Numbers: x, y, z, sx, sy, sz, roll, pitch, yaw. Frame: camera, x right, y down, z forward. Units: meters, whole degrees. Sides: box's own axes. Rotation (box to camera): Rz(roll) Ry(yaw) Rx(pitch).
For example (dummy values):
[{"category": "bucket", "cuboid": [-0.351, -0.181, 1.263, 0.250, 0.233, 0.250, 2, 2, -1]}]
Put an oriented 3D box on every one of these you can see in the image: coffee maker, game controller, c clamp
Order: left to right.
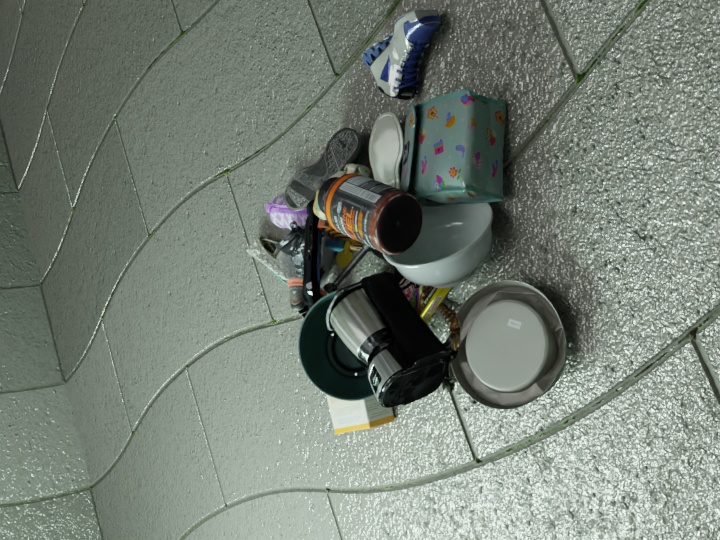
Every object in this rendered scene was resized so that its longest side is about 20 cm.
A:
[{"category": "game controller", "cuboid": [-0.087, -0.031, 1.595, 0.105, 0.041, 0.204, 105, 166, -66]}, {"category": "c clamp", "cuboid": [0.000, 0.000, 1.597, 0.201, 0.169, 0.027, -54, 30, 28]}, {"category": "coffee maker", "cuboid": [0.066, 0.107, 1.423, 0.201, 0.190, 0.135, 53, 170, 32]}]

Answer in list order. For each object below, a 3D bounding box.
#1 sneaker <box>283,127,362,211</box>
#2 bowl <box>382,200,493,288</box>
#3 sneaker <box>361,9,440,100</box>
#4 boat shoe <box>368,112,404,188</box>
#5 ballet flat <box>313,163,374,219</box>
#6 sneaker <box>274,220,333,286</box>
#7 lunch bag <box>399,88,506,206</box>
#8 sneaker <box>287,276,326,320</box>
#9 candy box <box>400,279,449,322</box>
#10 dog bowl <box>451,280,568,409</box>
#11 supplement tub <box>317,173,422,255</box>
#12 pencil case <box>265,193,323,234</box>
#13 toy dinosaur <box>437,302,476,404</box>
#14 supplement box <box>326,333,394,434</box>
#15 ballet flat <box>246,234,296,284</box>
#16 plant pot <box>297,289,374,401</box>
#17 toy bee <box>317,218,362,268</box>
[{"category": "sneaker", "cuboid": [-0.066, -0.201, 1.669, 0.200, 0.121, 0.084, -44, 86, 14]}, {"category": "bowl", "cuboid": [0.142, -0.034, 1.423, 0.199, 0.201, 0.091, 13, 137, 49]}, {"category": "sneaker", "cuboid": [0.085, -0.373, 1.504, 0.199, 0.080, 0.117, -28, 78, 57]}, {"category": "boat shoe", "cuboid": [0.064, -0.190, 1.566, 0.073, 0.060, 0.204, -5, 94, 32]}, {"category": "ballet flat", "cuboid": [-0.021, -0.163, 1.572, 0.068, 0.200, 0.064, 16, 128, 23]}, {"category": "sneaker", "cuboid": [-0.123, -0.022, 1.770, 0.113, 0.076, 0.201, 34, 141, 12]}, {"category": "lunch bag", "cuboid": [0.138, -0.197, 1.413, 0.198, 0.121, 0.174, 0, 84, 48]}, {"category": "sneaker", "cuboid": [-0.096, 0.077, 1.704, 0.076, 0.200, 0.083, -4, 70, 25]}, {"category": "candy box", "cuboid": [0.105, 0.046, 1.561, 0.201, 0.026, 0.103, -60, 39, 41]}, {"category": "dog bowl", "cuboid": [0.241, 0.121, 1.348, 0.197, 0.058, 0.204, -7, 76, 31]}, {"category": "supplement tub", "cuboid": [0.008, -0.102, 1.424, 0.199, 0.106, 0.109, 26, 116, 50]}, {"category": "pencil case", "cuboid": [-0.113, -0.120, 1.777, 0.198, 0.084, 0.086, 8, 100, 51]}, {"category": "toy dinosaur", "cuboid": [0.173, 0.148, 1.480, 0.136, 0.102, 0.202, -43, 24, 30]}, {"category": "supplement box", "cuboid": [-0.014, 0.222, 1.719, 0.125, 0.073, 0.204, -21, 79, 51]}, {"category": "ballet flat", "cuboid": [-0.193, -0.028, 1.911, 0.199, 0.071, 0.073, 34, 121, 43]}, {"category": "plant pot", "cuboid": [-0.014, 0.143, 1.590, 0.134, 0.197, 0.204, 74, -178, -82]}, {"category": "toy bee", "cuboid": [-0.011, -0.074, 1.639, 0.107, 0.200, 0.134, 8, 99, 12]}]
